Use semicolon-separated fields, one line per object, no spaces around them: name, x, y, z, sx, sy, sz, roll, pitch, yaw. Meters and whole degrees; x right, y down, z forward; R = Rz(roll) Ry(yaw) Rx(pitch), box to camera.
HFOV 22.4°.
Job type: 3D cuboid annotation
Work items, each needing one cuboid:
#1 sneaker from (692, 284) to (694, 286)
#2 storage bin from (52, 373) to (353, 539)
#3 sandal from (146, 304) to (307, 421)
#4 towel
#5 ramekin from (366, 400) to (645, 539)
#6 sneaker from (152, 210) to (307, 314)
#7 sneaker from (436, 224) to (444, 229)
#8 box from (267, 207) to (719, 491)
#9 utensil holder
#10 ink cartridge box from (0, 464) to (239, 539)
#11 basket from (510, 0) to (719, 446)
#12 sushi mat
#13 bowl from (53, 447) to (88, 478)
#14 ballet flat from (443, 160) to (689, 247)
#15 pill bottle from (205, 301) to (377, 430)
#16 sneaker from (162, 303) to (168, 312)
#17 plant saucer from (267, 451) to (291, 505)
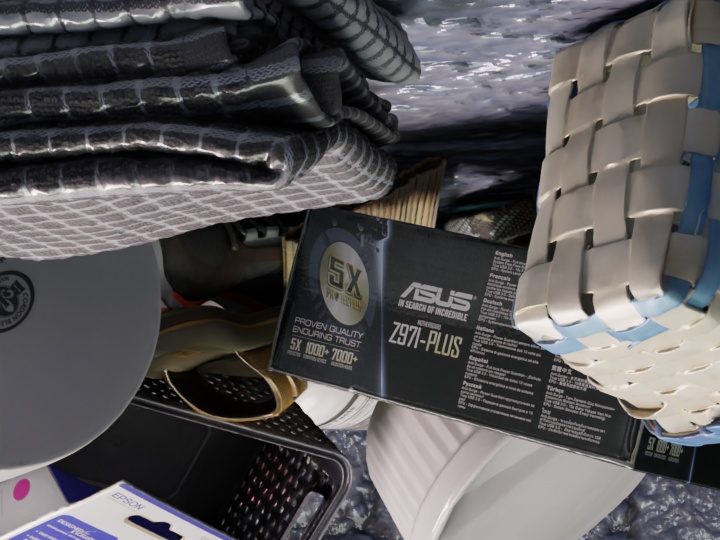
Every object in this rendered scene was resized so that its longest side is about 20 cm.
sneaker;0.182;0.010;1.129;0.076;0.081;0.200;-18;170;15
storage bin;-0.122;0.120;1.036;0.200;0.135;0.094;21;-165;-39
sandal;-0.064;0.052;0.960;0.080;0.054;0.200;-23;166;30
towel;-0.089;-0.052;0.635;0.200;0.086;0.166;-5;172;14
ramekin;0.093;0.098;1.116;0.202;0.094;0.203;-28;148;-20
sneaker;-0.065;-0.024;0.967;0.082;0.077;0.200;-33;165;13
sneaker;0.038;0.042;1.171;0.081;0.075;0.200;7;131;-9
box;0.086;0.040;0.887;0.200;0.086;0.164;13;177;34
utensil holder;-0.203;0.026;0.848;0.170;0.170;0.200;2;169;-31
ink cartridge box;-0.164;0.142;0.892;0.200;0.037;0.095;-24;143;24
basket;0.164;-0.014;0.714;0.200;0.177;0.139;22;157;-25
sushi mat;0.000;0.000;1.006;0.096;0.012;0.200;-29;162;-12
bowl;-0.220;0.055;1.101;0.201;0.201;0.090;2;137;-29
ballet flat;0.107;-0.017;1.004;0.072;0.072;0.200;2;171;-29
pill bottle;-0.019;0.052;1.259;0.116;0.116;0.200;-9;169;36
sneaker;-0.184;0.054;1.312;0.074;0.087;0.200;4;169;-35
plant saucer;-0.140;0.118;1.261;0.200;0.051;0.201;11;166;3
